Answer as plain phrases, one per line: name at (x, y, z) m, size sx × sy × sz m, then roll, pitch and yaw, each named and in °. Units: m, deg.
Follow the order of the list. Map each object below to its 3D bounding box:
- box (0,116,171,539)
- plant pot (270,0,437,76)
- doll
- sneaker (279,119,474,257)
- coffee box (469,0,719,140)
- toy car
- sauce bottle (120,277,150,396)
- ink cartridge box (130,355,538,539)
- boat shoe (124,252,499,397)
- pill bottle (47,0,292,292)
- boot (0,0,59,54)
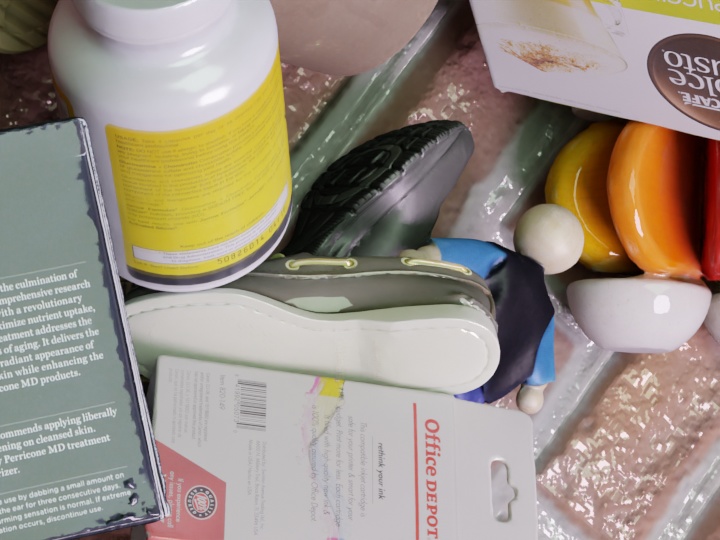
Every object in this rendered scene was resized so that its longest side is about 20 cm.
box at (-0.194, 0.040, 1.466) m, size 0.124 × 0.200 × 0.197 m, roll -10°, pitch 88°, yaw -20°
plant pot at (-0.046, -0.190, 1.585) m, size 0.175 × 0.200 × 0.200 m, roll 31°, pitch 72°, yaw -36°
doll at (0.052, 0.039, 1.621) m, size 0.200 × 0.048 × 0.136 m, roll -46°, pitch 123°, yaw -15°
sneaker at (0.000, 0.000, 1.644) m, size 0.200 × 0.076 × 0.091 m, roll -49°, pitch 114°, yaw -14°
coffee box at (0.184, -0.210, 1.619) m, size 0.200 × 0.200 × 0.198 m, roll -59°, pitch 149°, yaw -29°
toy car at (0.215, -0.041, 1.696) m, size 0.200 × 0.150 × 0.175 m, roll 4°, pitch 82°, yaw -24°
sauce bottle at (-0.108, -0.019, 1.593) m, size 0.066 × 0.066 × 0.200 m, roll 4°, pitch 80°, yaw -24°
ink cartridge box at (-0.014, 0.119, 1.509) m, size 0.200 × 0.068 × 0.117 m, roll 8°, pitch 49°, yaw -9°
boat shoe at (-0.029, 0.025, 1.542) m, size 0.202 × 0.072 × 0.060 m, roll 2°, pitch 40°, yaw -1°
pill bottle at (-0.094, -0.089, 1.456) m, size 0.112 × 0.200 × 0.112 m, roll -1°, pitch 52°, yaw 2°
boot at (-0.175, -0.202, 1.533) m, size 0.072 × 0.166 × 0.200 m, roll 46°, pitch 68°, yaw -40°
